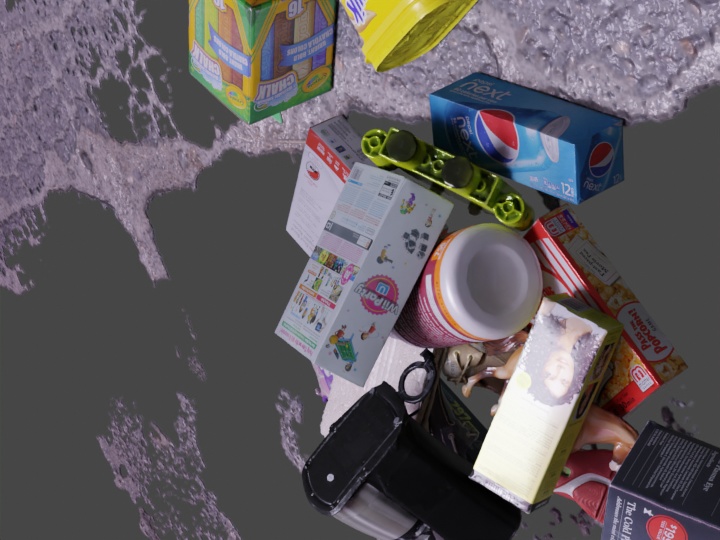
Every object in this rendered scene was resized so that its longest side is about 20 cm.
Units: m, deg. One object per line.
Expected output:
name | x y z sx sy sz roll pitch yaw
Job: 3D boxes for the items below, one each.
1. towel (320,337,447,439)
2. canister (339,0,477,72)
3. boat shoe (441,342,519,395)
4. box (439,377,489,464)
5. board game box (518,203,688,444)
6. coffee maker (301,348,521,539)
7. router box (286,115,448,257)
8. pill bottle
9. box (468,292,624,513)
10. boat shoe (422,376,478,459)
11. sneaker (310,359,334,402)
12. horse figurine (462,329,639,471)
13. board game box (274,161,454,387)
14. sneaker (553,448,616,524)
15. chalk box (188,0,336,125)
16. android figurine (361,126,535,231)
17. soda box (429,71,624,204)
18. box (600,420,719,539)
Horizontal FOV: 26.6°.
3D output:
towel | 0.023 0.129 1.708 0.132 0.034 0.201 28 114 36
canister | 0.018 -0.319 1.512 0.201 0.086 0.149 61 149 8
boat shoe | 0.115 0.096 1.688 0.200 0.069 0.074 33 137 41
box | 0.084 0.210 1.835 0.200 0.051 0.158 47 143 25
board game box | 0.219 0.056 1.526 0.200 0.046 0.152 55 148 14
coffee maker | 0.072 0.221 1.595 0.192 0.135 0.200 -38 122 23
router box | 0.004 -0.048 1.767 0.200 0.049 0.180 47 145 25
pill bottle | 0.087 0.021 1.543 0.200 0.113 0.113 -15 100 62
box | 0.178 0.127 1.464 0.075 0.050 0.201 28 109 26
boat shoe | 0.104 0.198 1.728 0.073 0.062 0.201 23 -123 -87
sneaker | -0.031 0.118 1.865 0.200 0.080 0.089 -133 37 -63
horse figurine | 0.183 0.133 1.522 0.133 0.050 0.201 -43 65 31
board game box | 0.000 0.000 1.528 0.064 0.201 0.147 27 -179 -21
sneaker | 0.245 0.210 1.595 0.199 0.115 0.079 23 99 16
chalk box | -0.113 -0.255 1.714 0.124 0.123 0.201 40 142 33
android figurine | 0.090 -0.091 1.512 0.181 0.041 0.200 26 180 16
soda box | 0.157 -0.129 1.460 0.200 0.068 0.064 26 133 46
box | 0.323 0.272 1.425 0.181 0.104 0.201 19 130 23
